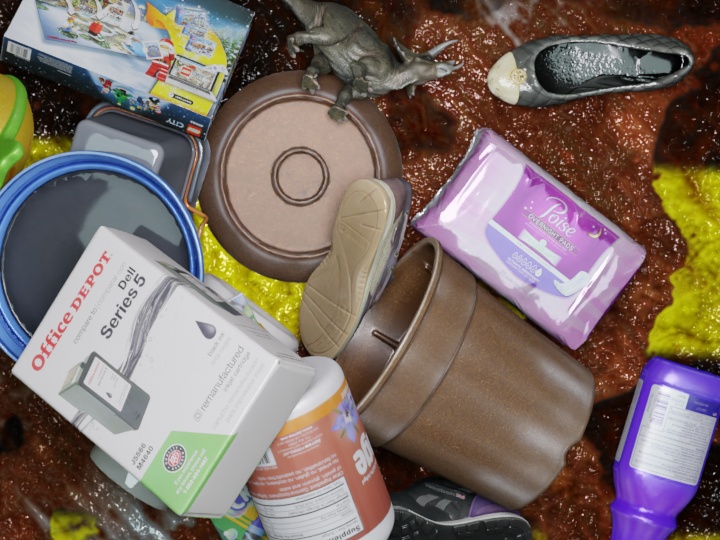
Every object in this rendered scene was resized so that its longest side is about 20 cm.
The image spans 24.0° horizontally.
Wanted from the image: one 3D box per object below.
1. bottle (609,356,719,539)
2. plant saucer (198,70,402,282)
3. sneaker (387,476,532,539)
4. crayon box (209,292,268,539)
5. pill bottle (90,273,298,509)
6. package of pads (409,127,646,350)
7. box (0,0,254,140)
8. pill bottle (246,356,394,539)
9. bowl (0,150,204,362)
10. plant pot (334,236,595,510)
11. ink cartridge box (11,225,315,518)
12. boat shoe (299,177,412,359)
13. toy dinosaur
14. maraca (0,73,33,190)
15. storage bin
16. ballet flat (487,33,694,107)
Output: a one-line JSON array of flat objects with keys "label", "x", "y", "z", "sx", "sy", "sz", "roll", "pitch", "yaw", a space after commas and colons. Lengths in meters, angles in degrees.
[{"label": "bottle", "x": 0.285, "y": 0.188, "z": 1.620, "sx": 0.083, "sy": 0.065, "sz": 0.202, "roll": 16, "pitch": 92, "yaw": -4}, {"label": "plant saucer", "x": -0.057, "y": -0.089, "z": 1.603, "sx": 0.198, "sy": 0.034, "sz": 0.203, "roll": 0, "pitch": 93, "yaw": -5}, {"label": "sneaker", "x": 0.055, "y": 0.234, "z": 1.586, "sx": 0.198, "sy": 0.088, "sz": 0.076, "roll": 7, "pitch": 115, "yaw": -21}, {"label": "crayon box", "x": -0.107, "y": 0.139, "z": 1.496, "sx": 0.125, "sy": 0.052, "sz": 0.201, "roll": -30, "pitch": 108, "yaw": -9}, {"label": "pill bottle", "x": -0.157, "y": 0.114, "z": 1.564, "sx": 0.114, "sy": 0.114, "sz": 0.201, "roll": 36, "pitch": 90, "yaw": -4}, {"label": "package of pads", "x": 0.158, "y": -0.031, "z": 1.597, "sx": 0.199, "sy": 0.076, "sz": 0.121, "roll": 37, "pitch": 91, "yaw": -4}, {"label": "box", "x": -0.210, "y": -0.215, "z": 1.550, "sx": 0.198, "sy": 0.038, "sz": 0.137, "roll": 22, "pitch": 55, "yaw": -4}, {"label": "pill bottle", "x": -0.037, "y": 0.184, "z": 1.440, "sx": 0.111, "sy": 0.112, "sz": 0.202, "roll": -21, "pitch": 107, "yaw": -3}, {"label": "bowl", "x": -0.230, "y": -0.001, "z": 1.449, "sx": 0.198, "sy": 0.039, "sz": 0.203, "roll": 0, "pitch": 94, "yaw": 4}, {"label": "plant pot", "x": 0.095, "y": 0.106, "z": 1.552, "sx": 0.197, "sy": 0.200, "sz": 0.201, "roll": 31, "pitch": 90, "yaw": -13}, {"label": "ink cartridge box", "x": -0.159, "y": 0.081, "z": 1.356, "sx": 0.199, "sy": 0.084, "sz": 0.146, "roll": 35, "pitch": 95, "yaw": 23}, {"label": "boat shoe", "x": 0.000, "y": 0.000, "z": 1.569, "sx": 0.072, "sy": 0.064, "sz": 0.201, "roll": 41, "pitch": 127, "yaw": 32}, {"label": "toy dinosaur", "x": -0.014, "y": -0.205, "z": 1.584, "sx": 0.199, "sy": 0.077, "sz": 0.102, "roll": 31, "pitch": 45, "yaw": 7}, {"label": "maraca", "x": -0.349, "y": -0.108, "z": 1.511, "sx": 0.137, "sy": 0.201, "sz": 0.107, "roll": -40, "pitch": 124, "yaw": 11}, {"label": "storage bin", "x": -0.217, "y": -0.046, "z": 1.533, "sx": 0.144, "sy": 0.134, "sz": 0.202, "roll": 19, "pitch": 96, "yaw": 2}, {"label": "ballet flat", "x": 0.218, "y": -0.195, "z": 1.603, "sx": 0.198, "sy": 0.057, "sz": 0.067, "roll": -8, "pitch": 92, "yaw": -3}]
